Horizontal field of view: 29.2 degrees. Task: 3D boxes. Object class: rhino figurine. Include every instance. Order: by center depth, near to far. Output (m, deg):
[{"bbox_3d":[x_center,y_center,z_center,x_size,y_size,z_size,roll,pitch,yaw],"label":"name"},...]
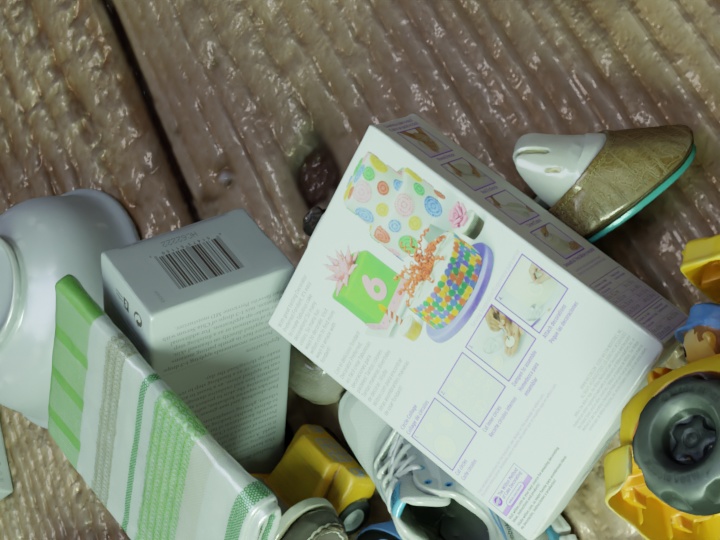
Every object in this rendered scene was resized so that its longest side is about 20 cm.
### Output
[{"bbox_3d":[0.000,0.000,0.888,0.088,0.060,0.201,48,117,32],"label":"rhino figurine"}]

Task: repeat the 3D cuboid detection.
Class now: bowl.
[{"bbox_3d":[-0.268,0.026,1.113,0.200,0.090,0.203,-9,76,41],"label":"bowl"}]

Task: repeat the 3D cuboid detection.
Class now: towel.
[{"bbox_3d":[-0.122,0.112,0.824,0.200,0.031,0.150,45,140,26],"label":"towel"}]

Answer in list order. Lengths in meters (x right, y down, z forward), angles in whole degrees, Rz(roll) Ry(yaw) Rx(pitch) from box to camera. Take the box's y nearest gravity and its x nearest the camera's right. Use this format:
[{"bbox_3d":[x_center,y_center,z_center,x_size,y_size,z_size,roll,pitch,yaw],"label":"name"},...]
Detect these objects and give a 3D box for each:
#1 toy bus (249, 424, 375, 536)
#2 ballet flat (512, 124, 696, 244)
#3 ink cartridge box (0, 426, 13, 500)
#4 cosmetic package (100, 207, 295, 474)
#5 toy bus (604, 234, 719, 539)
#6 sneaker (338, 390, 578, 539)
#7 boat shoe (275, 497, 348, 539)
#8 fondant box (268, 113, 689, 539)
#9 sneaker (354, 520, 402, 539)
[{"bbox_3d":[-0.070,0.198,0.903,0.065,0.078,0.201,40,109,39],"label":"toy bus"},{"bbox_3d":[0.097,-0.034,0.795,0.200,0.072,0.068,-40,12,34],"label":"ballet flat"},{"bbox_3d":[-0.392,0.110,1.171,0.084,0.144,0.201,-35,60,30],"label":"ink cartridge box"},{"bbox_3d":[-0.104,0.069,0.887,0.071,0.101,0.201,46,143,39],"label":"cosmetic package"},{"bbox_3d":[0.211,0.025,0.649,0.199,0.135,0.193,-26,53,32],"label":"toy bus"},{"bbox_3d":[0.040,0.124,0.813,0.200,0.086,0.075,39,109,41],"label":"sneaker"},{"bbox_3d":[-0.037,0.239,0.856,0.059,0.071,0.201,35,118,48],"label":"boat shoe"},{"bbox_3d":[0.061,0.029,0.769,0.200,0.058,0.145,38,120,16],"label":"fondant box"},{"bbox_3d":[0.031,0.236,0.803,0.070,0.078,0.201,-45,55,28],"label":"sneaker"}]
